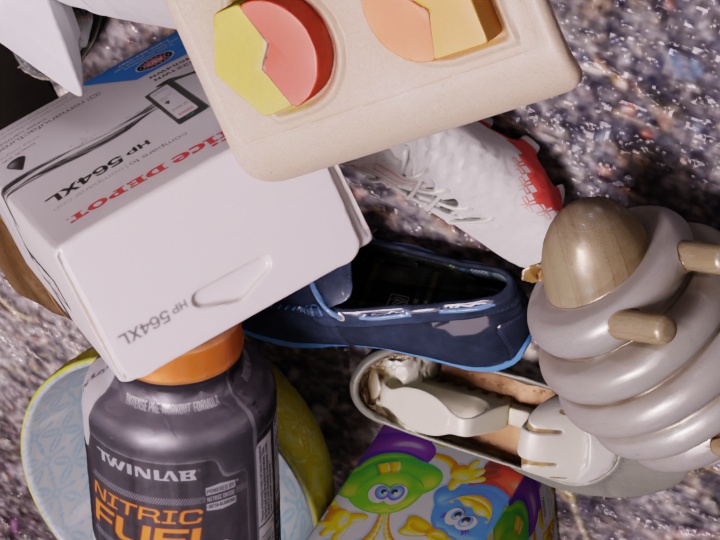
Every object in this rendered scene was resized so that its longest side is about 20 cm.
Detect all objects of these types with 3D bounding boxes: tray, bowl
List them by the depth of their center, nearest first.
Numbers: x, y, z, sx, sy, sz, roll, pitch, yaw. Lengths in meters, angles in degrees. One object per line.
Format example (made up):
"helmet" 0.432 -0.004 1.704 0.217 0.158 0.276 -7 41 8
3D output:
"tray" -0.189 -0.188 1.152 0.107 0.022 0.200 36 152 43
"bowl" -0.093 0.106 1.387 0.200 0.108 0.200 14 128 19

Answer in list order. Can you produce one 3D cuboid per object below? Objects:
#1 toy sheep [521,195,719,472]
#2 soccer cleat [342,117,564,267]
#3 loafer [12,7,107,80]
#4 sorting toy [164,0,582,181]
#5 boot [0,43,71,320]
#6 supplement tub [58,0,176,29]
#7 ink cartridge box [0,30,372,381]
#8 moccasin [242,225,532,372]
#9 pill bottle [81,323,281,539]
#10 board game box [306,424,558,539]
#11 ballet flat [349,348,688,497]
"toy sheep" 0.159 0.040 1.164 0.138 0.138 0.200 -16 121 40
"soccer cleat" 0.027 -0.065 1.187 0.200 0.085 0.069 48 135 -11
"loafer" -0.168 -0.175 1.224 0.072 0.063 0.200 15 134 -1
"sorting toy" -0.019 -0.141 1.004 0.185 0.036 0.200 -15 109 35
"boot" -0.210 -0.053 1.362 0.075 0.074 0.200 11 134 37
"supplement tub" -0.048 -0.175 1.109 0.200 0.132 0.132 13 132 24
"ink cartridge box" -0.103 -0.040 1.182 0.084 0.146 0.200 65 168 -25
"moccasin" 0.000 0.000 1.273 0.200 0.081 0.068 6 144 12
"pill bottle" -0.097 0.102 1.245 0.106 0.106 0.200 15 127 21
"board game box" 0.029 0.187 1.316 0.103 0.200 0.105 11 131 25
"ballet flat" 0.086 0.088 1.288 0.200 0.064 0.068 17 108 21
